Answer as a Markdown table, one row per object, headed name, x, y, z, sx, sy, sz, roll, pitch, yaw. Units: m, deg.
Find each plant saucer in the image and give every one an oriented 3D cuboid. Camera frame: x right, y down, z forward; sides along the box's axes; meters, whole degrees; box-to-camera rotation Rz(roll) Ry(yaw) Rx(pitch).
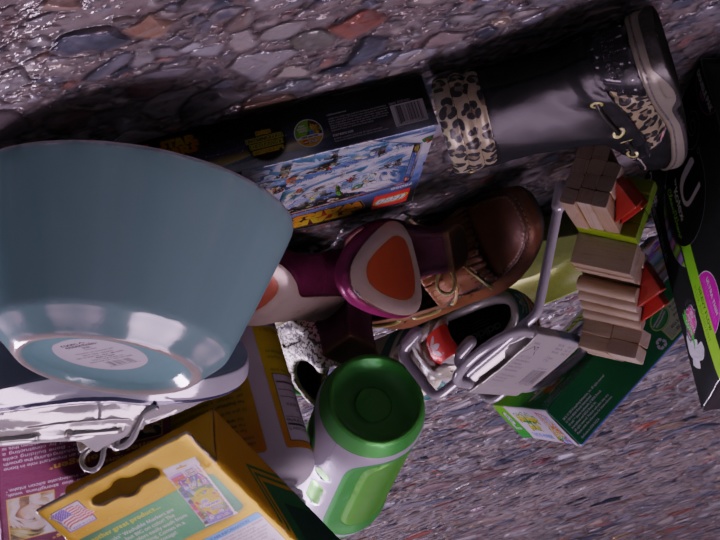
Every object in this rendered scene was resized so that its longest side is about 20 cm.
| name | x | y | z | sx | sy | sz | roll | pitch | yaw |
| --- | --- | --- | --- | --- | --- | --- | --- | --- | --- |
| plant saucer | 0.128 | -0.004 | 1.821 | 0.199 | 0.031 | 0.200 | -16 | 163 | -5 |

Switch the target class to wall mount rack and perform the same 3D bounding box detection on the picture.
| name | x | y | z | sx | sy | sz | roll | pitch | yaw |
| --- | --- | --- | --- | --- | --- | --- | --- | --- | --- |
| wall mount rack | 0.121 | 0.025 | 1.602 | 0.174 | 0.075 | 0.200 | -42 | 161 | 15 |

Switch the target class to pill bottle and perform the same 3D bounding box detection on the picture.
| name | x | y | z | sx | sy | sz | roll | pitch | yaw |
| --- | --- | --- | --- | --- | --- | --- | --- | --- | --- |
| pill bottle | -0.100 | 0.107 | 1.647 | 0.109 | 0.201 | 0.109 | -15 | 163 | -5 |

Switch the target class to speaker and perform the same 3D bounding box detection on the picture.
| name | x | y | z | sx | sy | sz | roll | pitch | yaw |
| --- | --- | --- | --- | --- | --- | --- | --- | --- | --- |
| speaker | -0.006 | 0.137 | 1.699 | 0.088 | 0.089 | 0.200 | -12 | 156 | -17 |

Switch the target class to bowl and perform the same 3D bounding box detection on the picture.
| name | x | y | z | sx | sy | sz | roll | pitch | yaw |
| --- | --- | --- | --- | --- | --- | --- | --- | --- | --- |
| bowl | -0.144 | 0.008 | 1.330 | 0.200 | 0.106 | 0.201 | 5 | 160 | 2 |

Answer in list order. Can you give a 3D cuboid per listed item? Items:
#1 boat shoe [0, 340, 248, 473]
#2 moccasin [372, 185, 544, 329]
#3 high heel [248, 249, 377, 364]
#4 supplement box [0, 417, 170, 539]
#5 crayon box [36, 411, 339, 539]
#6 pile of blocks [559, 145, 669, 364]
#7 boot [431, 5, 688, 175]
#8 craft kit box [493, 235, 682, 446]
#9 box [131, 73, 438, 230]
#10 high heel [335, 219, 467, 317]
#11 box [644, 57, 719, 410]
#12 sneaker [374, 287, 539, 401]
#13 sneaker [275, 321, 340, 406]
| name | x | y | z | sx | sy | sz | roll | pitch | yaw |
| --- | --- | --- | --- | --- | --- | --- | --- | --- | --- |
| boat shoe | -0.172 | 0.088 | 1.426 | 0.201 | 0.075 | 0.086 | -7 | 129 | -18 |
| moccasin | 0.062 | -0.007 | 1.682 | 0.078 | 0.074 | 0.201 | -13 | 172 | -43 |
| high heel | -0.062 | -0.004 | 1.629 | 0.067 | 0.096 | 0.200 | -30 | 139 | 21 |
| supplement box | -0.206 | 0.093 | 1.552 | 0.130 | 0.103 | 0.201 | -12 | 139 | -17 |
| crayon box | -0.113 | 0.178 | 1.525 | 0.125 | 0.052 | 0.200 | -28 | 128 | 17 |
| pile of blocks | 0.192 | -0.012 | 1.586 | 0.062 | 0.082 | 0.201 | 13 | 138 | 24 |
| boot | 0.131 | -0.101 | 1.444 | 0.153 | 0.074 | 0.204 | -16 | 163 | 6 |
| craft kit box | 0.204 | 0.051 | 1.765 | 0.200 | 0.049 | 0.198 | -47 | -178 | -8 |
| box | -0.057 | -0.062 | 1.427 | 0.199 | 0.040 | 0.137 | -14 | 162 | -11 |
| high heel | 0.000 | 0.000 | 1.548 | 0.096 | 0.068 | 0.200 | -6 | -179 | 23 |
| box | 0.291 | -0.024 | 1.535 | 0.124 | 0.201 | 0.149 | 0 | 145 | -13 |
| sneaker | 0.049 | 0.068 | 1.770 | 0.199 | 0.071 | 0.093 | -27 | 168 | 2 |
| sneaker | -0.055 | 0.074 | 1.783 | 0.077 | 0.089 | 0.200 | -13 | 164 | -16 |
